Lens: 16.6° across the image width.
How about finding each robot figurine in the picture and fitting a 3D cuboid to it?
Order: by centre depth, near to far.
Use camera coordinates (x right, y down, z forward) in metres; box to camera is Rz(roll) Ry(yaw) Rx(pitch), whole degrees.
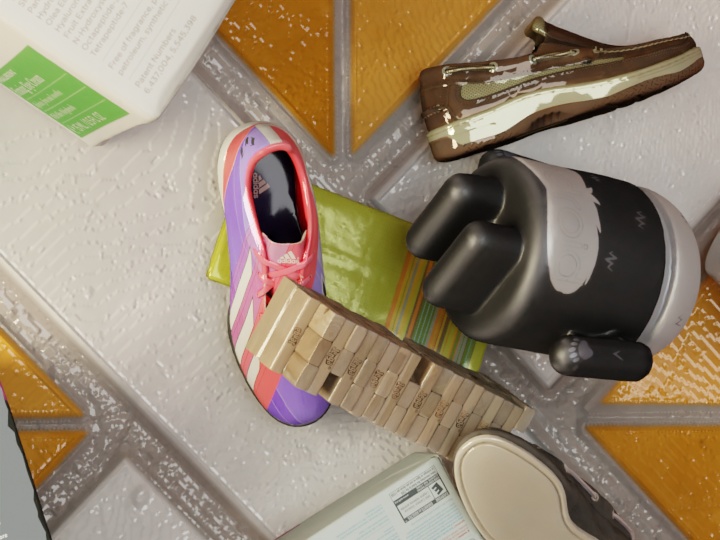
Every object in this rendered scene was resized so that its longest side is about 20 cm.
[{"bbox_3d":[0.129,-0.004,1.618,0.199,0.124,0.152,10,83,-33],"label":"robot figurine"}]

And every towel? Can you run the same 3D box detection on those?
[{"bbox_3d":[0.000,0.000,1.648,0.199,0.018,0.087,21,79,-15],"label":"towel"}]

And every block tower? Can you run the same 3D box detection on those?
[{"bbox_3d":[0.021,0.072,1.588,0.199,0.054,0.058,26,98,-38],"label":"block tower"}]

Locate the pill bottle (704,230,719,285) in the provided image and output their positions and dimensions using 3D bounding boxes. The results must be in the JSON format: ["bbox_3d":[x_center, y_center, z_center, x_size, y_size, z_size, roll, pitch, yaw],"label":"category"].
[{"bbox_3d":[0.336,0.033,1.697,0.200,0.111,0.111,39,79,-12],"label":"pill bottle"}]

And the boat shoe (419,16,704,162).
[{"bbox_3d":[0.134,-0.137,1.662,0.201,0.075,0.075,-18,88,-16],"label":"boat shoe"}]

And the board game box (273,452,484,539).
[{"bbox_3d":[0.032,0.243,1.626,0.147,0.064,0.201,-30,96,-14],"label":"board game box"}]

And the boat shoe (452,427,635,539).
[{"bbox_3d":[0.124,0.161,1.636,0.067,0.057,0.200,-37,121,16],"label":"boat shoe"}]

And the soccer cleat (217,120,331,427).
[{"bbox_3d":[-0.051,0.006,1.581,0.068,0.073,0.202,-10,99,-13],"label":"soccer cleat"}]

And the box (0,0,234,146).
[{"bbox_3d":[-0.161,-0.206,1.507,0.171,0.199,0.201,35,80,-12],"label":"box"}]

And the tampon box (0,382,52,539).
[{"bbox_3d":[-0.258,0.163,1.495,0.125,0.150,0.202,-18,94,-16],"label":"tampon box"}]
